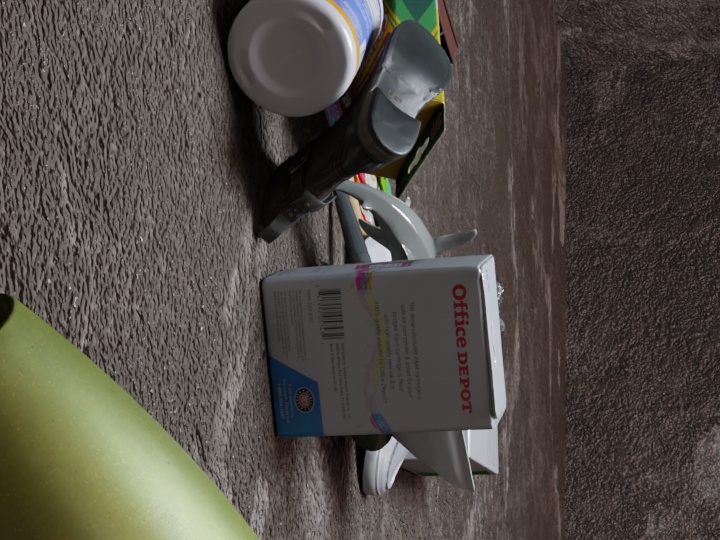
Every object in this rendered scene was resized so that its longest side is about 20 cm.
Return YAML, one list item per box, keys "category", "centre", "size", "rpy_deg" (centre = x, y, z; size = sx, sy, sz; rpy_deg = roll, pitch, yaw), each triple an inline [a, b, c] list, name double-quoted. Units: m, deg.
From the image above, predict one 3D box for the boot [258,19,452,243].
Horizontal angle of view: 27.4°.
- category: "boot"
  centre: [-0.014, -0.125, 1.312]
  size: [0.069, 0.174, 0.200]
  rpy_deg: [43, 43, -16]

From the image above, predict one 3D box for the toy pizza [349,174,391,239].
- category: "toy pizza"
  centre: [0.008, -0.127, 1.645]
  size: [0.200, 0.032, 0.201]
  rpy_deg: [-4, 90, -78]

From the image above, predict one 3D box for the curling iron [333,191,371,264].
- category: "curling iron"
  centre: [0.000, 0.000, 1.532]
  size: [0.050, 0.026, 0.200]
  rpy_deg: [121, -49, -76]

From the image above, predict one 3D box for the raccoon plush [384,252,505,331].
- category: "raccoon plush"
  centre: [0.096, 0.033, 1.750]
  size: [0.200, 0.134, 0.097]
  rpy_deg: [45, 43, -70]

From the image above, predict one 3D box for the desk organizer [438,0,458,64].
- category: "desk organizer"
  centre: [0.069, -0.316, 1.877]
  size: [0.200, 0.072, 0.077]
  rpy_deg: [64, 28, -56]

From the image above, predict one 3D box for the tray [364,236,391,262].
- category: "tray"
  centre: [0.023, 0.049, 1.651]
  size: [0.107, 0.022, 0.200]
  rpy_deg: [-39, 128, -63]

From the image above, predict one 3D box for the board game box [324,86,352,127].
- category: "board game box"
  centre: [-0.028, -0.212, 1.499]
  size: [0.103, 0.019, 0.200]
  rpy_deg: [-56, 132, -67]

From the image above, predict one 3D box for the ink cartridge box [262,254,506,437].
- category: "ink cartridge box"
  centre: [0.025, 0.067, 1.314]
  size: [0.085, 0.200, 0.145]
  rpy_deg: [-27, 112, -73]

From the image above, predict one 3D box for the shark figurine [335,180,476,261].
- category: "shark figurine"
  centre: [0.025, -0.026, 1.410]
  size: [0.214, 0.128, 0.090]
  rpy_deg: [46, 40, -40]

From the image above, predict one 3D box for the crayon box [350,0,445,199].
- category: "crayon box"
  centre: [0.034, -0.181, 1.441]
  size: [0.127, 0.051, 0.200]
  rpy_deg: [122, -28, -49]

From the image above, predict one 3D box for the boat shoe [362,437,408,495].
- category: "boat shoe"
  centre: [0.058, 0.155, 1.619]
  size: [0.072, 0.068, 0.200]
  rpy_deg: [71, 37, -65]

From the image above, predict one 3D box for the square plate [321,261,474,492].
- category: "square plate"
  centre: [0.031, 0.111, 1.473]
  size: [0.200, 0.028, 0.198]
  rpy_deg: [38, -28, 44]

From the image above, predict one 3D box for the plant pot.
- category: "plant pot"
  centre: [-0.154, 0.119, 0.685]
  size: [0.200, 0.187, 0.187]
  rpy_deg: [64, 22, -22]

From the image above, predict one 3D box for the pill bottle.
- category: "pill bottle"
  centre: [-0.041, -0.221, 1.314]
  size: [0.200, 0.112, 0.112]
  rpy_deg: [-68, 151, -62]

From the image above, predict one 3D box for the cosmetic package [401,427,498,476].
- category: "cosmetic package"
  centre: [0.099, 0.198, 1.782]
  size: [0.200, 0.107, 0.085]
  rpy_deg: [37, 51, -70]

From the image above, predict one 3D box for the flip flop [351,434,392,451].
- category: "flip flop"
  centre: [-0.009, 0.125, 1.460]
  size: [0.081, 0.058, 0.200]
  rpy_deg: [47, -22, 28]
